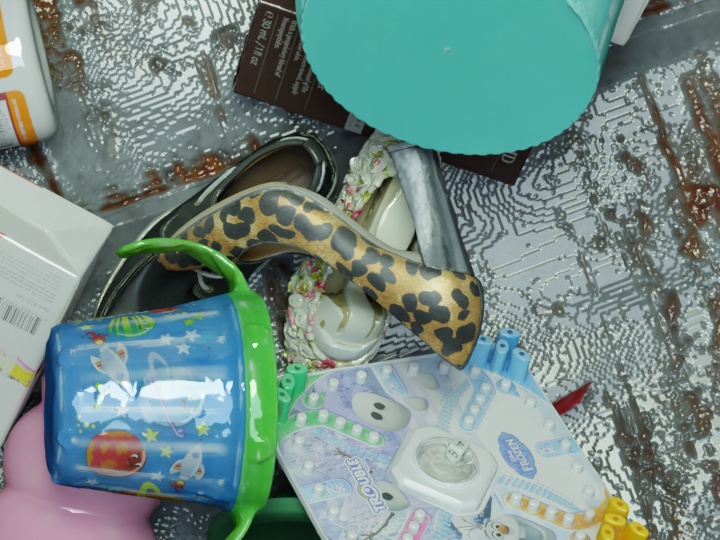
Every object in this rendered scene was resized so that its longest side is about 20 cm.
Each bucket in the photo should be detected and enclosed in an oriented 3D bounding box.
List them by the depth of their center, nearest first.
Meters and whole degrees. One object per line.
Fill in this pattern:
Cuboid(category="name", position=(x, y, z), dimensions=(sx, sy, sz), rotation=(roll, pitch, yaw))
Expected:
Cuboid(category="bucket", position=(0.062, -0.174, 1.460), dimensions=(0.206, 0.208, 0.135), rotation=(18, 53, -3))

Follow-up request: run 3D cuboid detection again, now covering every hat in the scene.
Cuboid(category="hat", position=(0.013, 0.128, 1.646), dimensions=(0.199, 0.165, 0.177), rotation=(30, 56, -23))

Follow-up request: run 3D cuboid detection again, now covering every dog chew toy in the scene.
Cuboid(category="dog chew toy", position=(-0.179, 0.137, 1.601), dimensions=(0.124, 0.125, 0.201), rotation=(12, 90, -3))

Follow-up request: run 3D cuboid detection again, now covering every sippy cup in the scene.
Cuboid(category="sippy cup", position=(-0.125, 0.080, 1.509), dimensions=(0.130, 0.178, 0.140), rotation=(1, 135, -13))

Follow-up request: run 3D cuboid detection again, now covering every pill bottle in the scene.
Cuboid(category="pill bottle", position=(-0.300, -0.118, 1.592), dimensions=(0.199, 0.113, 0.114), rotation=(-13, 92, -3))

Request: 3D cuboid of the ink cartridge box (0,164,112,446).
Cuboid(category="ink cartridge box", position=(-0.251, 0.031, 1.596), dimensions=(0.116, 0.068, 0.200), rotation=(29, 125, -3))

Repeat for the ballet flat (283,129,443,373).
Cuboid(category="ballet flat", position=(0.000, 0.000, 1.605), dimensions=(0.075, 0.064, 0.201), rotation=(11, 112, -18))

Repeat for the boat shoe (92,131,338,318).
Cuboid(category="boat shoe", position=(-0.099, -0.017, 1.629), dimensions=(0.200, 0.068, 0.072), rotation=(-41, 94, 2))

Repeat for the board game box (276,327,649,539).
Cuboid(category="board game box", position=(0.054, 0.119, 1.558), dimensions=(0.199, 0.200, 0.026), rotation=(-8, 135, -26))

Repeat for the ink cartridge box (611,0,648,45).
Cuboid(category="ink cartridge box", position=(0.099, -0.245, 1.590), dimensions=(0.199, 0.084, 0.145), rotation=(18, 52, -3))

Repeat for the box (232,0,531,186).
Cuboid(category="box", position=(0.026, -0.136, 1.606), dimensions=(0.199, 0.100, 0.075), rotation=(17, 55, -3))

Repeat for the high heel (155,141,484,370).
Cuboid(category="high heel", position=(-0.026, 0.013, 1.544), dimensions=(0.199, 0.071, 0.143), rotation=(-17, 84, 17))
